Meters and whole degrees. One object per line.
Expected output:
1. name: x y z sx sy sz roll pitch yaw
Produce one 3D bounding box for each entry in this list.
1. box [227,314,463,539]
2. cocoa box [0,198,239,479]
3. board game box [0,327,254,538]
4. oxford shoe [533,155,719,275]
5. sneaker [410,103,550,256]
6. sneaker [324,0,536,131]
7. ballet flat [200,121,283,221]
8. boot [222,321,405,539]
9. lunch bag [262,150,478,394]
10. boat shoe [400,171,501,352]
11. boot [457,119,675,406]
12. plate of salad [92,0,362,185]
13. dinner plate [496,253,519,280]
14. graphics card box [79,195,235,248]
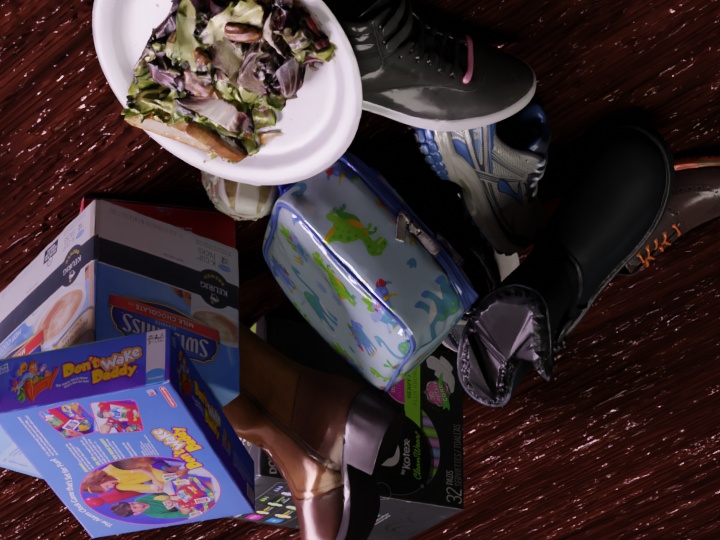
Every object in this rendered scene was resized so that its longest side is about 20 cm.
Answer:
1. box: -0.023 0.142 1.714 0.198 0.150 0.124 12 153 -24
2. cocoa box: -0.198 0.065 1.505 0.133 0.132 0.200 21 139 -31
3. board game box: -0.169 0.123 1.433 0.133 0.045 0.201 -10 145 10
4. oxford shoe: 0.231 -0.033 1.551 0.198 0.073 0.071 -19 146 21
5. sneaker: 0.110 -0.080 1.465 0.085 0.078 0.200 -23 146 16
6. sneaker: 0.036 -0.154 1.335 0.198 0.071 0.099 8 151 -12
7. ballet flat: -0.080 -0.082 1.444 0.075 0.064 0.201 7 147 -7
8. boot: -0.079 0.145 1.562 0.199 0.068 0.190 26 121 19
9. lunch bag: 0.000 0.000 1.469 0.082 0.161 0.200 -42 173 -16
10. boat shoe: 0.081 0.021 1.561 0.074 0.093 0.201 -23 135 1
11. boot: 0.152 -0.003 1.450 0.076 0.168 0.201 33 117 8
12. plate of salad: -0.094 -0.133 1.313 0.198 0.048 0.201 15 134 16
13. dinner plate: 0.036 0.012 1.646 0.198 0.024 0.201 -4 149 -2
14. graphics card box: -0.179 0.019 1.604 0.124 0.051 0.200 5 147 -14
